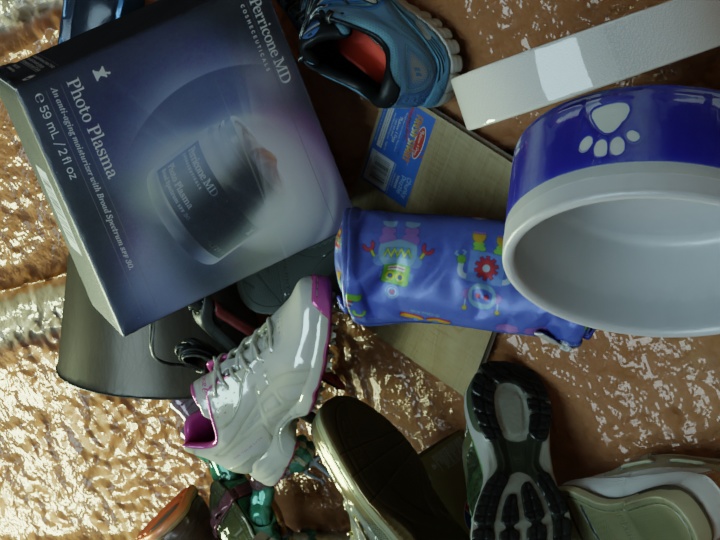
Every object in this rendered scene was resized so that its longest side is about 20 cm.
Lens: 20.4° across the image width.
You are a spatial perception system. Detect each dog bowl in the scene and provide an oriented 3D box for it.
[{"bbox_3d":[0.192,-0.034,1.275,0.200,0.200,0.079,-19,54,42],"label":"dog bowl"}]

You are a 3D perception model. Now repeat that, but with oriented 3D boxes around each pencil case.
[{"bbox_3d":[0.079,0.006,1.410,0.199,0.078,0.087,6,80,6],"label":"pencil case"}]

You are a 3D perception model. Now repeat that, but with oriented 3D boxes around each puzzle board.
[{"bbox_3d":[0.055,-0.022,1.511,0.151,0.017,0.200,35,126,24],"label":"puzzle board"}]

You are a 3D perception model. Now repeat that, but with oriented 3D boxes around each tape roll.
[{"bbox_3d":[0.156,-0.136,1.257,0.202,0.203,0.037,-16,93,41],"label":"tape roll"}]

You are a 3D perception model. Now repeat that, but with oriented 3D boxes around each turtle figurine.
[{"bbox_3d":[-0.080,0.183,1.639,0.200,0.100,0.150,51,148,23],"label":"turtle figurine"}]

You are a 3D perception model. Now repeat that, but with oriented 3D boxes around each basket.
[{"bbox_3d":[-0.166,-0.014,1.614,0.180,0.136,0.201,4,108,17],"label":"basket"}]

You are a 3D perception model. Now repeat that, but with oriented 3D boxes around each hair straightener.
[{"bbox_3d":[-0.096,0.076,1.555,0.041,0.200,0.077,30,85,45],"label":"hair straightener"}]

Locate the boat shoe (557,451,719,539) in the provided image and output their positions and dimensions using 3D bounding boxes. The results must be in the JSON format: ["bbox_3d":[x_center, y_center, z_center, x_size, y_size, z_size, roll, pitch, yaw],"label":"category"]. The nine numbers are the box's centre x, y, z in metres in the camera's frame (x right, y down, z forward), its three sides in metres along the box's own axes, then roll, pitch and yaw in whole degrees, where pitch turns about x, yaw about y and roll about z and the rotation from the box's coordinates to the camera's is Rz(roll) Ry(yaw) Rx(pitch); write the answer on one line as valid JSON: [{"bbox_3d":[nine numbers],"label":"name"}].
[{"bbox_3d":[0.204,0.173,1.441,0.200,0.068,0.075,-10,108,62],"label":"boat shoe"}]

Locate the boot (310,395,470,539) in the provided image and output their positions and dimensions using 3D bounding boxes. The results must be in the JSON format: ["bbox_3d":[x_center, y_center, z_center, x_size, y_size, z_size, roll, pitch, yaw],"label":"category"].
[{"bbox_3d":[0.001,0.208,1.534,0.200,0.072,0.155,54,135,7],"label":"boot"}]

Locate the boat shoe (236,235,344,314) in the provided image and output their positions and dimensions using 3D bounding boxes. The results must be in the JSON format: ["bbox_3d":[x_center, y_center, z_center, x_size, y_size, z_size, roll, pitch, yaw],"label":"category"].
[{"bbox_3d":[0.000,0.002,1.521,0.201,0.065,0.075,-5,94,35],"label":"boat shoe"}]

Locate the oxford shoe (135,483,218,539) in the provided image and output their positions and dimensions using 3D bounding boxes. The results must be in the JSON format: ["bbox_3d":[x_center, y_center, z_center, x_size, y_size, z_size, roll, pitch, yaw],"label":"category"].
[{"bbox_3d":[-0.142,0.233,1.699,0.073,0.071,0.200,45,171,8],"label":"oxford shoe"}]

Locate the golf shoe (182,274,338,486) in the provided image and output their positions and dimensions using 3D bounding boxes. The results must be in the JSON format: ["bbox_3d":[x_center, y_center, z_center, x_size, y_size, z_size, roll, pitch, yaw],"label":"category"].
[{"bbox_3d":[-0.075,0.081,1.498,0.091,0.075,0.200,13,127,-12],"label":"golf shoe"}]

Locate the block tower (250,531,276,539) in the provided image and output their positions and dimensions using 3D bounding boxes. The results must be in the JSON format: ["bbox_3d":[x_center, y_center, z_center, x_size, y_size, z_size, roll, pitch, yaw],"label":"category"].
[{"bbox_3d":[-0.008,0.268,1.490,0.199,0.054,0.058,22,128,26],"label":"block tower"}]

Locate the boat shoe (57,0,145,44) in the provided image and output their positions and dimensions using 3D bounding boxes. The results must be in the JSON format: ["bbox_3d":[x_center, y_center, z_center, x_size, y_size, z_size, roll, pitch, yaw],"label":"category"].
[{"bbox_3d":[-0.228,-0.156,1.642,0.068,0.084,0.201,22,108,12],"label":"boat shoe"}]

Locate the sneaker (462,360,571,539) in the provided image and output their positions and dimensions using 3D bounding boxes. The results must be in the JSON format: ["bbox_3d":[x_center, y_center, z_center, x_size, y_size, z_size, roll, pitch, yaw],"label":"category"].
[{"bbox_3d":[0.107,0.172,1.478,0.077,0.201,0.089,7,148,-8],"label":"sneaker"}]

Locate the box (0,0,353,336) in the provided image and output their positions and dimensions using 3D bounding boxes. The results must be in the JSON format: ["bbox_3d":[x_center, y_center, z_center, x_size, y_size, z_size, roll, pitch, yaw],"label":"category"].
[{"bbox_3d":[-0.135,-0.091,1.474,0.201,0.198,0.123,68,167,-17],"label":"box"}]

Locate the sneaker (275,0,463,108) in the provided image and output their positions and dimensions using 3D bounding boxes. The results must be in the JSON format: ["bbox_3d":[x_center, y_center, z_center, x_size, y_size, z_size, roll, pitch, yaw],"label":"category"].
[{"bbox_3d":[-0.019,-0.188,1.446,0.200,0.090,0.079,42,129,20],"label":"sneaker"}]

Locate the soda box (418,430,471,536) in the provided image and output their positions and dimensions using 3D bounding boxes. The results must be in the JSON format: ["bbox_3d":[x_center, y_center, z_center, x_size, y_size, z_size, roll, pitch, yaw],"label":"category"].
[{"bbox_3d":[0.095,0.230,1.556,0.068,0.064,0.200,-37,83,43],"label":"soda box"}]
